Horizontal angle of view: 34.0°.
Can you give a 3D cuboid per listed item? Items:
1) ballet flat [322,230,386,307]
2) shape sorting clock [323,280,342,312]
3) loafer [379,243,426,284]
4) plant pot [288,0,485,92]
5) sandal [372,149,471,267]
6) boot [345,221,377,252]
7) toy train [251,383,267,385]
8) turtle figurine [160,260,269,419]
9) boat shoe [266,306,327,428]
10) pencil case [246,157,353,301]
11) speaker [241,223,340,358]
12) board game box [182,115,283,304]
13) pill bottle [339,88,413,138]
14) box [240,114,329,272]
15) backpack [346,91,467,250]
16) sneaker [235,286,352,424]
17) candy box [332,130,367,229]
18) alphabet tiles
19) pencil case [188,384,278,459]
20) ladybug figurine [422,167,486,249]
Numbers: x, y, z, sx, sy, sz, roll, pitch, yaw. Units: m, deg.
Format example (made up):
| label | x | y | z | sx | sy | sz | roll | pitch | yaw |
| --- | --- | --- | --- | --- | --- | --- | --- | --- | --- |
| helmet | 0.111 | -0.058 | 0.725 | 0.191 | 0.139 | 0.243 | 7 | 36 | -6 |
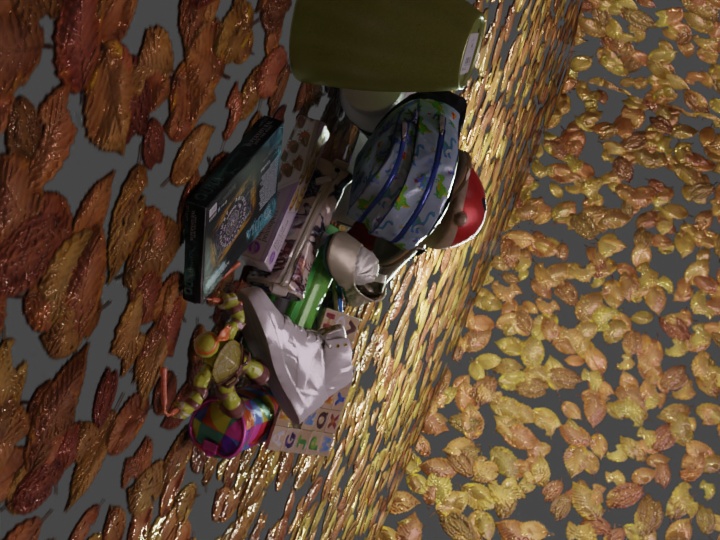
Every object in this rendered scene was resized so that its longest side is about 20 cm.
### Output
| label | x | y | z | sx | sy | sz | roll | pitch | yaw |
| --- | --- | --- | --- | --- | --- | --- | --- | --- | --- |
| ballet flat | 0.000 | 0.000 | 1.583 | 0.200 | 0.069 | 0.070 | 61 | 49 | -70 |
| shape sorting clock | -0.051 | 0.063 | 1.730 | 0.200 | 0.039 | 0.202 | 177 | -90 | -84 |
| loafer | 0.026 | -0.008 | 1.856 | 0.199 | 0.070 | 0.075 | -19 | 172 | -30 |
| plant pot | 0.042 | -0.291 | 1.421 | 0.187 | 0.199 | 0.189 | 19 | 90 | -77 |
| sandal | 0.074 | -0.092 | 1.611 | 0.200 | 0.054 | 0.081 | -50 | -145 | 24 |
| boot | 0.021 | -0.095 | 1.705 | 0.200 | 0.072 | 0.145 | -32 | 131 | -55 |
| toy train | -0.116 | 0.109 | 1.696 | 0.046 | 0.034 | 0.201 | 28 | 80 | -65 |
| turtle figurine | -0.157 | 0.102 | 1.396 | 0.161 | 0.064 | 0.201 | 60 | 47 | -59 |
| boat shoe | -0.096 | 0.143 | 1.651 | 0.086 | 0.074 | 0.204 | -3 | 98 | -41 |
| pencil case | -0.077 | -0.054 | 1.525 | 0.089 | 0.077 | 0.201 | 137 | -24 | -73 |
| speaker | -0.089 | 0.031 | 1.590 | 0.089 | 0.088 | 0.201 | 73 | 38 | -69 |
| board game box | -0.144 | -0.071 | 1.339 | 0.200 | 0.028 | 0.136 | -57 | 161 | -50 |
| pill bottle | 0.035 | -0.243 | 1.639 | 0.200 | 0.119 | 0.120 | 26 | 83 | -76 |
| box | -0.095 | -0.098 | 1.482 | 0.041 | 0.038 | 0.201 | 67 | 44 | -68 |
| backpack | 0.057 | -0.121 | 1.501 | 0.163 | 0.153 | 0.201 | -41 | -138 | 44 |
| sneaker | -0.079 | 0.084 | 1.500 | 0.115 | 0.074 | 0.201 | -34 | 120 | -22 |
| candy box | 0.031 | -0.138 | 1.877 | 0.200 | 0.071 | 0.169 | 18 | 91 | -77 |
| alphabet tiles | -0.055 | 0.154 | 1.611 | 0.167 | 0.008 | 0.202 | 22 | 86 | -60 |
| pencil case | -0.157 | 0.200 | 1.555 | 0.200 | 0.088 | 0.089 | 13 | 96 | -76 |
| ladybug figurine | 0.131 | -0.096 | 1.686 | 0.200 | 0.071 | 0.137 | -109 | -146 | -67 |
